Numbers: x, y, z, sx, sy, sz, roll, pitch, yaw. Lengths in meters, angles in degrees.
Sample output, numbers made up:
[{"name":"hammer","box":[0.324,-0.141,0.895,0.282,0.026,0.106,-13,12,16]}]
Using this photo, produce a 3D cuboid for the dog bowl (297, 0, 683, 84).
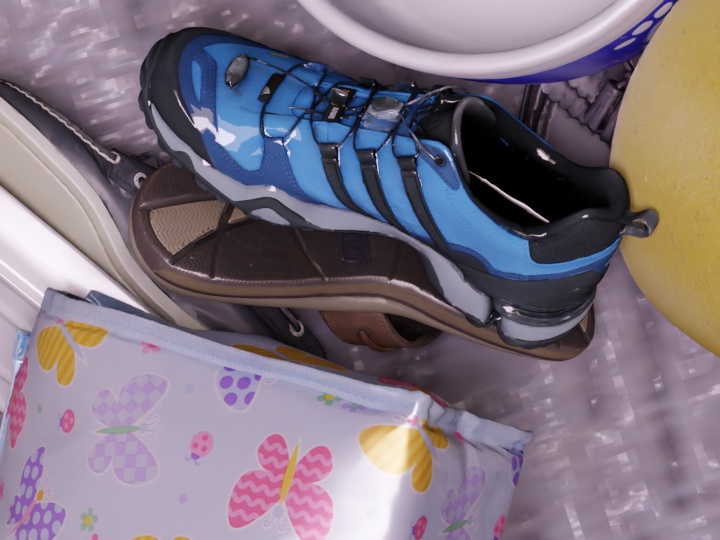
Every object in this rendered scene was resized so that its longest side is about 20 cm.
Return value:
[{"name":"dog bowl","box":[0.055,-0.172,1.160,0.199,0.079,0.201,0,89,21]}]

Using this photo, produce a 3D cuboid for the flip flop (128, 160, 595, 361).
[{"name":"flip flop","box":[0.000,0.000,1.207,0.199,0.058,0.081,6,56,-20]}]

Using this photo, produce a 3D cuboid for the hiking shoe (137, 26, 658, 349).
[{"name":"hiking shoe","box":[0.013,-0.051,1.153,0.199,0.075,0.087,25,142,-5]}]

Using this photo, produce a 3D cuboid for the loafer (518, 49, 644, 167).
[{"name":"loafer","box":[0.125,-0.110,1.199,0.072,0.063,0.201,33,97,-1]}]

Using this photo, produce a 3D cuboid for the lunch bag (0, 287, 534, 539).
[{"name":"lunch bag","box":[-0.057,0.106,1.127,0.199,0.127,0.171,13,86,28]}]

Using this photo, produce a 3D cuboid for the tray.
[{"name":"tray","box":[-0.172,-0.002,1.218,0.200,0.022,0.107,39,138,-1]}]

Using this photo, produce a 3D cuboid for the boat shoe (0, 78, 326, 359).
[{"name":"boat shoe","box":[-0.088,-0.011,1.224,0.199,0.066,0.075,43,141,0]}]

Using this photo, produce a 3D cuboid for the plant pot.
[{"name":"plant pot","box":[0.211,-0.023,1.123,0.199,0.142,0.201,-9,119,-16]}]
